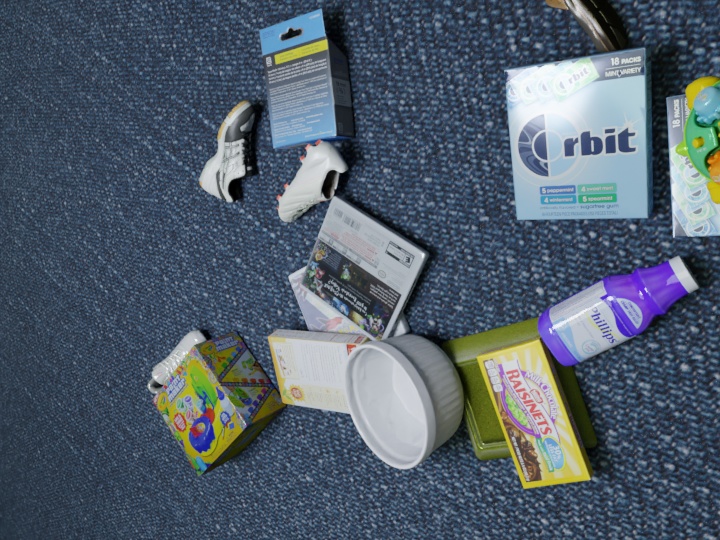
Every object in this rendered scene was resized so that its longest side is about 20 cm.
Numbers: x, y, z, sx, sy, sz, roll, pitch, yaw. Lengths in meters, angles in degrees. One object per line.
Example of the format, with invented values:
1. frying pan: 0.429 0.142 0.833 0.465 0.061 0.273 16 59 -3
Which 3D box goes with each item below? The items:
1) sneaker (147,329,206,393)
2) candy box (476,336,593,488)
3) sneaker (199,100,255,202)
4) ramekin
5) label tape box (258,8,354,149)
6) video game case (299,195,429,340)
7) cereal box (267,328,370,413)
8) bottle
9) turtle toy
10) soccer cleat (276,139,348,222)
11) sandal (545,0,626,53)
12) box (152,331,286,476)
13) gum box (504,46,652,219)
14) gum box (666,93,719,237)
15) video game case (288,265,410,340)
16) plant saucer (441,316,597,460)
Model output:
1. sneaker: -0.400 0.211 1.292 0.078 0.099 0.201 46 120 18
2. candy box: 0.245 0.202 0.840 0.101 0.026 0.202 -22 86 31
3. sneaker: -0.231 -0.223 1.133 0.087 0.076 0.201 34 119 7
4. ramekin: 0.072 0.197 0.939 0.199 0.104 0.203 26 124 46
5. label tape box: -0.091 -0.319 1.014 0.143 0.063 0.203 -1 98 34
6. video game case: 0.000 0.000 1.007 0.199 0.023 0.183 34 114 24
7. cereal box: -0.066 0.183 1.073 0.198 0.039 0.146 2 111 28
8. bottle: 0.337 0.051 0.781 0.199 0.065 0.084 -34 99 29
9. turtle toy: 0.432 -0.155 0.610 0.198 0.101 0.148 -15 88 35
10. soccer cleat: -0.087 -0.136 1.021 0.078 0.069 0.200 46 138 7
11. sandal: 0.273 -0.357 0.767 0.201 0.081 0.054 60 145 3
12. box: -0.292 0.271 1.215 0.193 0.122 0.200 51 121 16
13. gum box: 0.282 -0.169 0.766 0.168 0.044 0.202 3 111 34
14. gum box: 0.467 -0.130 0.679 0.198 0.044 0.172 -2 97 35
15. video game case: -0.026 0.056 1.059 0.199 0.023 0.184 -27 83 35
16. plant saucer: 0.225 0.189 0.896 0.199 0.048 0.202 -20 86 34
